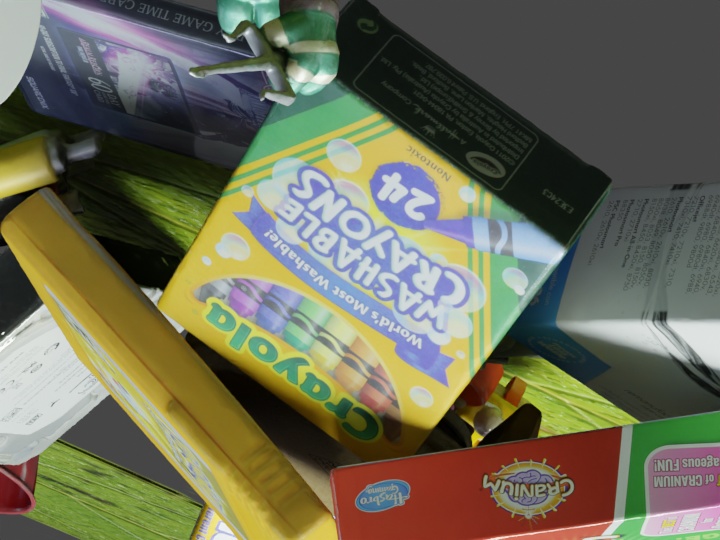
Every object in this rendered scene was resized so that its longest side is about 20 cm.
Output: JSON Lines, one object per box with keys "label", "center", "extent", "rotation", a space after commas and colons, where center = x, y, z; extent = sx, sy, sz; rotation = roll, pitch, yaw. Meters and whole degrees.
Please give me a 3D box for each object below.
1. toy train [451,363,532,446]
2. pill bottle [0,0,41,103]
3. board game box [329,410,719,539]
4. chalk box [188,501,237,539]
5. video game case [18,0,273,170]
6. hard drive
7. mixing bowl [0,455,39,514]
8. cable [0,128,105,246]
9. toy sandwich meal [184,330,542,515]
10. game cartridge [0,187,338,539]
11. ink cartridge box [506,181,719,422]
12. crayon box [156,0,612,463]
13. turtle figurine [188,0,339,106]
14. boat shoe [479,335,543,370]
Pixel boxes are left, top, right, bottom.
{"label": "toy train", "center": [0.027, 0.046, 1.446], "extent": [0.150, 0.056, 0.200], "rotation": [44, 157, -25]}
{"label": "pill bottle", "center": [-0.233, -0.116, 1.142], "extent": [0.200, 0.112, 0.112], "rotation": [13, 161, 25]}
{"label": "board game box", "center": [0.096, 0.108, 1.205], "extent": [0.200, 0.040, 0.153], "rotation": [-9, 160, 5]}
{"label": "chalk box", "center": [0.011, 0.152, 1.577], "extent": [0.200, 0.124, 0.124], "rotation": [21, -158, -1]}
{"label": "video game case", "center": [-0.064, -0.078, 1.228], "extent": [0.200, 0.019, 0.143], "rotation": [17, 162, 13]}
{"label": "hard drive", "center": [-0.163, 0.041, 1.414], "extent": [0.038, 0.140, 0.200], "rotation": [52, -172, 13]}
{"label": "mixing bowl", "center": [-0.271, 0.058, 1.710], "extent": [0.200, 0.108, 0.200], "rotation": [18, 163, 6]}
{"label": "cable", "center": [-0.216, -0.027, 1.348], "extent": [0.200, 0.050, 0.097], "rotation": [-11, 173, -9]}
{"label": "toy sandwich meal", "center": [0.006, 0.067, 1.336], "extent": [0.205, 0.070, 0.205], "rotation": [29, 161, 11]}
{"label": "game cartridge", "center": [-0.073, 0.071, 1.259], "extent": [0.200, 0.032, 0.176], "rotation": [49, 171, 22]}
{"label": "ink cartridge box", "center": [0.168, 0.017, 1.167], "extent": [0.116, 0.068, 0.200], "rotation": [32, 159, -36]}
{"label": "crayon box", "center": [0.000, 0.000, 1.152], "extent": [0.126, 0.052, 0.200], "rotation": [36, 137, 3]}
{"label": "turtle figurine", "center": [-0.058, -0.123, 0.953], "extent": [0.150, 0.101, 0.200], "rotation": [36, 177, -2]}
{"label": "boat shoe", "center": [0.045, 0.014, 1.302], "extent": [0.200, 0.062, 0.072], "rotation": [19, 162, 5]}
